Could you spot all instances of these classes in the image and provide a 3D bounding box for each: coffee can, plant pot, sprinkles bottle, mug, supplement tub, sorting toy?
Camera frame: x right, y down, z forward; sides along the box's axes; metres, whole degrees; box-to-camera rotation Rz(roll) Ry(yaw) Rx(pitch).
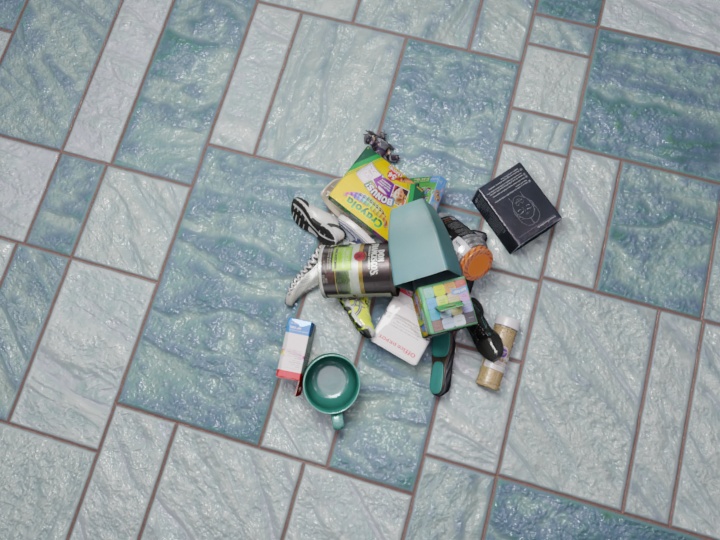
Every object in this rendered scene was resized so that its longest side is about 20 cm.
[{"bbox_3d":[0.000,0.000,1.436,0.199,0.146,0.147,-3,79,11],"label":"coffee can"},{"bbox_3d":[0.153,-0.067,1.356,0.141,0.141,0.200,-18,74,23],"label":"plant pot"},{"bbox_3d":[0.377,0.225,1.476,0.068,0.068,0.200,20,81,6],"label":"sprinkles bottle"},{"bbox_3d":[-0.085,0.313,1.446,0.152,0.114,0.185,23,84,-3],"label":"mug"},{"bbox_3d":[0.261,-0.064,1.462,0.122,0.123,0.200,-36,41,-5],"label":"supplement tub"},{"bbox_3d":[0.018,-0.214,1.562,0.200,0.107,0.180,35,75,8],"label":"sorting toy"}]

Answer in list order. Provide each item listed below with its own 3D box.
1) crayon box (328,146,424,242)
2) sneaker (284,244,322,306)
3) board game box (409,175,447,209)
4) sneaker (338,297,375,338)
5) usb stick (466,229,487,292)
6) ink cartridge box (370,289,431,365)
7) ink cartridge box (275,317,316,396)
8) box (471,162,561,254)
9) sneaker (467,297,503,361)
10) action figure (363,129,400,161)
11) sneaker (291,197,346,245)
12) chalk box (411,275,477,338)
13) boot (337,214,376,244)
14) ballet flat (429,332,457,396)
[{"bbox_3d":[0.042,-0.203,1.454,0.200,0.058,0.173,37,80,-4],"label":"crayon box"},{"bbox_3d":[-0.141,0.025,1.533,0.081,0.075,0.200,37,83,-1],"label":"sneaker"},{"bbox_3d":[0.152,-0.168,1.524,0.037,0.151,0.200,26,79,-35],"label":"board game box"},{"bbox_3d":[-0.004,0.100,1.478,0.076,0.075,0.200,-27,52,-7],"label":"sneaker"},{"bbox_3d":[0.313,-0.020,1.542,0.055,0.033,0.200,18,81,4],"label":"usb stick"},{"bbox_3d":[0.136,0.143,1.491,0.145,0.084,0.200,29,81,7],"label":"ink cartridge box"},{"bbox_3d":[-0.178,0.236,1.468,0.067,0.116,0.200,11,79,4],"label":"ink cartridge box"},{"bbox_3d":[0.439,-0.174,1.530,0.148,0.107,0.200,-32,79,-5],"label":"box"},{"bbox_3d":[0.314,0.157,1.456,0.075,0.079,0.200,-40,54,22],"label":"sneaker"},{"bbox_3d":[0.056,-0.329,1.558,0.130,0.069,0.200,21,61,-23],"label":"action figure"},{"bbox_3d":[-0.123,-0.145,1.572,0.200,0.074,0.080,43,45,18],"label":"sneaker"},{"bbox_3d":[0.210,0.093,1.355,0.125,0.200,0.124,-13,79,-4],"label":"chalk box"},{"bbox_3d":[-0.007,-0.062,1.522,0.200,0.073,0.090,43,86,-10],"label":"boot"},{"bbox_3d":[0.231,0.245,1.481,0.073,0.073,0.200,8,80,3],"label":"ballet flat"}]
